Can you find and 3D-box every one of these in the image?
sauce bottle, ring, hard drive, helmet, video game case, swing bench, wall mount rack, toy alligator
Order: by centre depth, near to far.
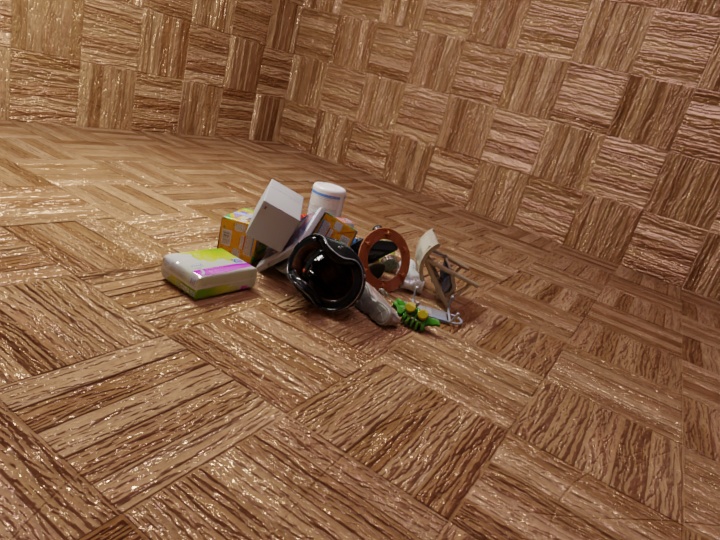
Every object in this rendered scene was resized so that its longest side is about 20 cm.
[{"bbox_3d":[-0.082,0.011,1.403,0.190,0.200,0.200,37,3,-37],"label":"helmet"},{"bbox_3d":[0.124,0.118,1.456,0.199,0.059,0.054,29,64,14],"label":"toy alligator"},{"bbox_3d":[0.212,0.108,1.528,0.199,0.075,0.174,15,19,0],"label":"wall mount rack"},{"bbox_3d":[-0.206,-0.093,1.560,0.023,0.182,0.200,49,41,-21],"label":"video game case"},{"bbox_3d":[0.079,-0.033,1.646,0.199,0.202,0.019,3,1,-32],"label":"ring"},{"bbox_3d":[0.255,-0.008,1.686,0.200,0.130,0.199,44,15,-10],"label":"swing bench"},{"bbox_3d":[0.010,-0.055,1.730,0.139,0.033,0.200,3,-17,-32],"label":"hard drive"},{"bbox_3d":[0.082,-0.086,1.903,0.064,0.065,0.201,6,41,-24],"label":"sauce bottle"}]

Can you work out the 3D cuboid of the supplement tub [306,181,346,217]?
[{"bbox_3d":[-0.137,-0.227,2.016,0.131,0.201,0.132,14,18,-5],"label":"supplement tub"}]

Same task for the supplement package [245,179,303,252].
[{"bbox_3d":[-0.246,-0.163,1.532,0.116,0.118,0.200,30,22,-16],"label":"supplement package"}]

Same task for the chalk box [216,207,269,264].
[{"bbox_3d":[-0.345,-0.116,1.658,0.123,0.125,0.200,18,20,9],"label":"chalk box"}]

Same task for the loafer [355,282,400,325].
[{"bbox_3d":[0.037,0.093,1.471,0.063,0.072,0.200,22,16,-43],"label":"loafer"}]

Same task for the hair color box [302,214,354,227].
[{"bbox_3d":[-0.128,-0.137,1.907,0.199,0.112,0.064,2,23,-36],"label":"hair color box"}]

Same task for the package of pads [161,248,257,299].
[{"bbox_3d":[-0.394,0.002,1.371,0.154,0.069,0.200,27,21,29],"label":"package of pads"}]

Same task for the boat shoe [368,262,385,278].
[{"bbox_3d":[-0.001,0.001,1.676,0.066,0.072,0.200,33,30,31],"label":"boat shoe"}]

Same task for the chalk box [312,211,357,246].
[{"bbox_3d":[-0.116,-0.092,1.676,0.124,0.125,0.200,30,-13,-16],"label":"chalk box"}]

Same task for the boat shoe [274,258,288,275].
[{"bbox_3d":[-0.232,-0.034,1.617,0.065,0.074,0.202,50,0,-27],"label":"boat shoe"}]

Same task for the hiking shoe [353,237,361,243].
[{"bbox_3d":[-0.012,-0.083,1.898,0.086,0.075,0.199,28,23,36],"label":"hiking shoe"}]

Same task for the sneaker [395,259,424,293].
[{"bbox_3d":[0.152,0.009,1.775,0.080,0.071,0.200,7,21,-15],"label":"sneaker"}]
